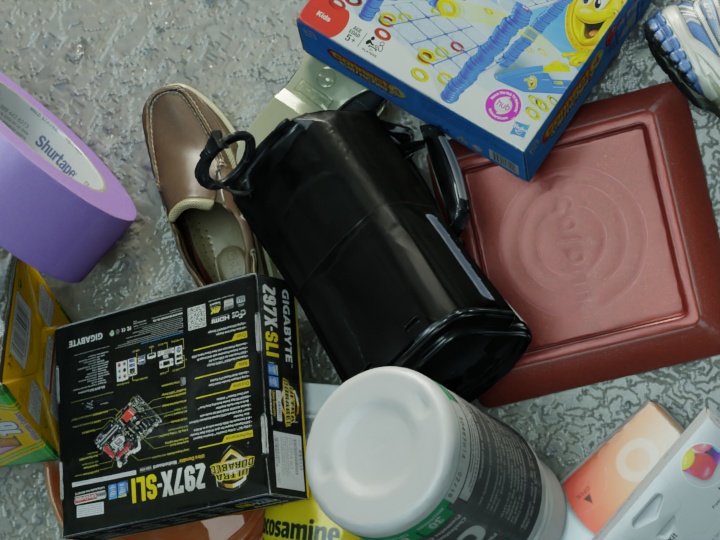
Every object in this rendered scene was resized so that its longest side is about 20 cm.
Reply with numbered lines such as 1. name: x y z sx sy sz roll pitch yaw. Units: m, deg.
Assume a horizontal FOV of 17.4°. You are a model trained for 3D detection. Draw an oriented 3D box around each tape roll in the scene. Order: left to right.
1. tape roll: -0.260 -0.081 1.732 0.200 0.200 0.066 45 99 15

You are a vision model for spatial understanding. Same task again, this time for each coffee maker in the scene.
1. coffee maker: 0.000 0.000 1.636 0.201 0.191 0.135 57 141 28

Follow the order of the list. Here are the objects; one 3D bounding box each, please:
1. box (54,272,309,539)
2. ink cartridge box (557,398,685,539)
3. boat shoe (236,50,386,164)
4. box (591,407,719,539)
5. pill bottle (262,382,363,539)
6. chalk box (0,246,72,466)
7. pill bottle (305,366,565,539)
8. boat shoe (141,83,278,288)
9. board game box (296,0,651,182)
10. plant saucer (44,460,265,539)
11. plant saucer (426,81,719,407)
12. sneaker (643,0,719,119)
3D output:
1. box: -0.132 0.101 1.687 0.199 0.049 0.161 -16 73 34
2. ink cartridge box: 0.213 0.218 1.647 0.162 0.050 0.200 -44 72 9
3. boat shoe: -0.014 -0.130 1.733 0.071 0.063 0.200 38 82 20
4. box: 0.263 0.219 1.609 0.200 0.041 0.156 39 98 -1
5. pill bottle: -0.014 0.183 1.684 0.112 0.112 0.202 4 86 17
6. chalk box: -0.329 0.072 1.739 0.198 0.124 0.125 -6 58 14
7. pill bottle: 0.057 0.144 1.583 0.112 0.200 0.114 -11 67 27
8. boat shoe: -0.114 -0.050 1.751 0.074 0.075 0.203 -27 79 13
9. board game box: 0.090 -0.197 1.682 0.199 0.056 0.196 31 76 16
10. plant saucer: -0.142 0.141 1.768 0.199 0.032 0.202 -1 85 16
11. plant saucer: 0.155 -0.019 1.690 0.199 0.037 0.201 -14 82 15
12. sneaker: 0.288 -0.121 1.639 0.085 0.077 0.200 -38 81 1
